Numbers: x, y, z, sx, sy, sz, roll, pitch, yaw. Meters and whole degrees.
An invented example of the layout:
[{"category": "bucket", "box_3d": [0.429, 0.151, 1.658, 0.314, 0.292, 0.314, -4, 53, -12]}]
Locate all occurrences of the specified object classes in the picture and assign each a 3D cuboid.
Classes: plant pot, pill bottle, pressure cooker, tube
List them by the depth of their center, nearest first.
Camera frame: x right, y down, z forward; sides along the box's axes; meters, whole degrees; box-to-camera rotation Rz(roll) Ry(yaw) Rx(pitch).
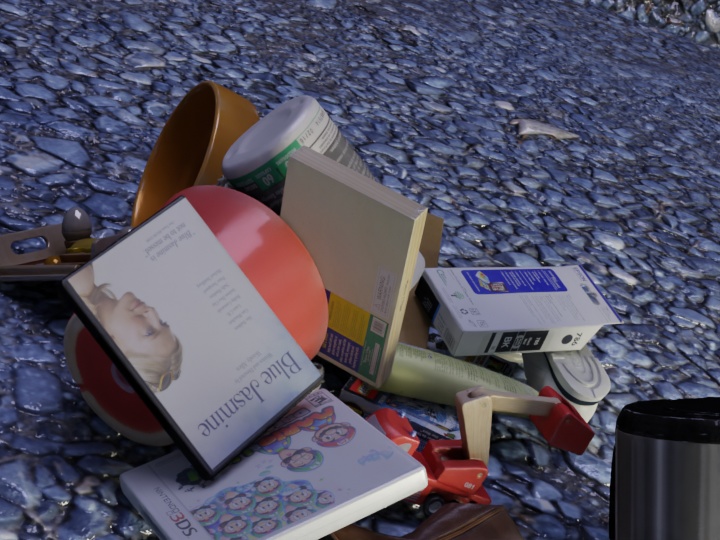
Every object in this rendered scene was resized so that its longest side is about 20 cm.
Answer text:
[{"category": "pressure cooker", "box_3d": [0.304, 0.217, 1.268, 0.174, 0.202, 0.179, -1, 2, 8]}, {"category": "plant pot", "box_3d": [-0.157, 0.050, 1.309, 0.199, 0.202, 0.177, 27, 42, 20]}, {"category": "pill bottle", "box_3d": [-0.031, -0.056, 1.389, 0.200, 0.113, 0.113, 51, 17, -19]}, {"category": "tube", "box_3d": [0.101, 0.112, 1.418, 0.198, 0.052, 0.058, 14, 55, -17]}, {"category": "plant pot", "box_3d": [-0.127, -0.078, 1.600, 0.182, 0.201, 0.201, 23, 21, -25]}]

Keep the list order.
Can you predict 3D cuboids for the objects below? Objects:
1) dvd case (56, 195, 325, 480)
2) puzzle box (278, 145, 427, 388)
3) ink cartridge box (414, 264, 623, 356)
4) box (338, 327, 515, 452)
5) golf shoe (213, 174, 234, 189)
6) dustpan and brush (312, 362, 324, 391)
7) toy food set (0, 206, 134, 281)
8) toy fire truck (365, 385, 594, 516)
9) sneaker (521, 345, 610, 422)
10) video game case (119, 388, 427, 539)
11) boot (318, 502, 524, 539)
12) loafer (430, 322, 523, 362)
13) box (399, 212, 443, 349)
[{"category": "dvd case", "box_3d": [-0.137, 0.053, 1.204, 0.142, 0.018, 0.201, -39, 93, -35]}, {"category": "puzzle box", "box_3d": [-0.018, -0.001, 1.314, 0.132, 0.201, 0.025, 28, 41, 19]}, {"category": "ink cartridge box", "box_3d": [0.162, 0.039, 1.489, 0.198, 0.039, 0.100, -1, 39, -27]}, {"category": "box", "box_3d": [0.068, 0.121, 1.475, 0.136, 0.040, 0.200, 24, 26, 10]}, {"category": "golf shoe", "box_3d": [-0.076, -0.073, 1.456, 0.199, 0.078, 0.097, -30, 75, -34]}, {"category": "dustpan and brush", "box_3d": [-0.065, 0.148, 1.310, 0.138, 0.058, 0.200, 19, 25, 3]}, {"category": "toy food set", "box_3d": [-0.275, -0.031, 1.461, 0.199, 0.061, 0.143, -1, 9, 40]}, {"category": "toy fire truck", "box_3d": [0.096, 0.152, 1.300, 0.199, 0.142, 0.049, 24, 18, -31]}, {"category": "sneaker", "box_3d": [0.196, 0.091, 1.541, 0.076, 0.081, 0.201, 9, 36, -16]}, {"category": "video game case", "box_3d": [-0.074, 0.169, 1.177, 0.199, 0.024, 0.182, -21, 25, -22]}, {"category": "boot", "box_3d": [0.035, 0.223, 1.228, 0.186, 0.065, 0.199, 34, 28, 23]}, {"category": "loafer", "box_3d": [0.110, 0.051, 1.617, 0.198, 0.063, 0.072, 11, 27, -14]}, {"category": "box", "box_3d": [0.000, 0.000, 1.492, 0.162, 0.021, 0.201, 19, 49, -10]}]
